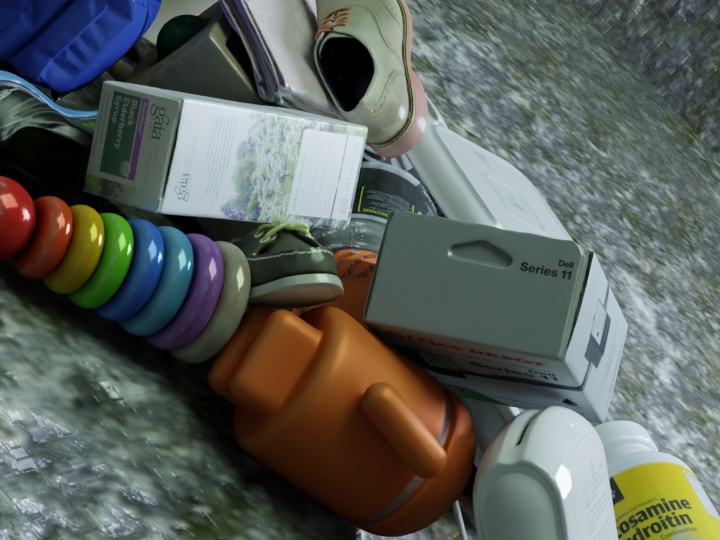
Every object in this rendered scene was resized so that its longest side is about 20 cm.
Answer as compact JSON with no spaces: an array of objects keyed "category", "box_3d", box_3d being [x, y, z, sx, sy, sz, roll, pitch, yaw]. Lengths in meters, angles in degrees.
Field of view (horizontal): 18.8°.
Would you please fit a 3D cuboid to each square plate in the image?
[{"category":"square plate","box_3d":[0.121,-0.048,1.821,0.200,0.028,0.198,24,27,-48]}]

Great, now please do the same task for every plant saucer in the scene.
[{"category":"plant saucer","box_3d":[0.100,0.117,1.696,0.200,0.050,0.200,60,2,-4]}]

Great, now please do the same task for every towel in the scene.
[{"category":"towel","box_3d":[-0.056,-0.186,1.708,0.200,0.032,0.191,24,37,-60]}]

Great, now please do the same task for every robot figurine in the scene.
[{"category":"robot figurine","box_3d":[-0.004,0.103,1.452,0.200,0.144,0.117,37,40,-24]}]

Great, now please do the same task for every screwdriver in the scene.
[{"category":"screwdriver","box_3d":[0.067,0.162,1.606,0.200,0.028,0.029,-99,168,-68]}]

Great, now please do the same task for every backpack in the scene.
[{"category":"backpack","box_3d":[-0.236,-0.213,1.589,0.168,0.162,0.200,52,5,-5]}]

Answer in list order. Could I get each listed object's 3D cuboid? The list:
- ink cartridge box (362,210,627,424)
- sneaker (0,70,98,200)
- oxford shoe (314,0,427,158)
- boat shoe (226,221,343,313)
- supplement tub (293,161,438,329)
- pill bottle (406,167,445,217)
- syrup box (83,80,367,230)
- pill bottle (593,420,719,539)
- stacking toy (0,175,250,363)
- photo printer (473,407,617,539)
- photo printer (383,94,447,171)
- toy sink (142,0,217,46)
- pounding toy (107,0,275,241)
[{"category":"ink cartridge box","box_3d":[0.097,0.035,1.507,0.146,0.083,0.200,11,-14,17]},{"category":"sneaker","box_3d":[-0.198,-0.076,1.513,0.200,0.071,0.083,18,38,-45]},{"category":"oxford shoe","box_3d":[-0.003,-0.181,1.675,0.074,0.071,0.200,32,30,-46]},{"category":"boat shoe","box_3d":[-0.060,-0.003,1.497,0.072,0.060,0.202,2,-6,-16]},{"category":"supplement tub","box_3d":[0.000,0.000,1.675,0.122,0.123,0.200,41,18,-11]},{"category":"pill bottle","box_3d":[0.090,0.013,1.854,0.200,0.116,0.116,42,18,-11]},{"category":"syrup box","box_3d":[-0.091,-0.078,1.513,0.081,0.079,0.200,16,8,39]},{"category":"pill bottle","box_3d":[0.231,0.215,1.720,0.112,0.112,0.200,29,23,-39]},{"category":"stacking toy","box_3d":[-0.171,-0.011,1.397,0.200,0.085,0.085,25,26,-32]},{"category":"photo printer","box_3d":[0.128,0.193,1.444,0.166,0.069,0.200,-28,109,-72]},{"category":"photo printer","box_3d":[0.020,-0.154,2.064,0.200,0.069,0.166,56,-5,32]},{"category":"toy sink","box_3d":[-0.167,-0.301,1.820,0.130,0.200,0.112,27,6,-41]},{"category":"pounding toy","box_3d":[-0.124,-0.125,1.707,0.200,0.142,0.184,52,17,-13]}]
